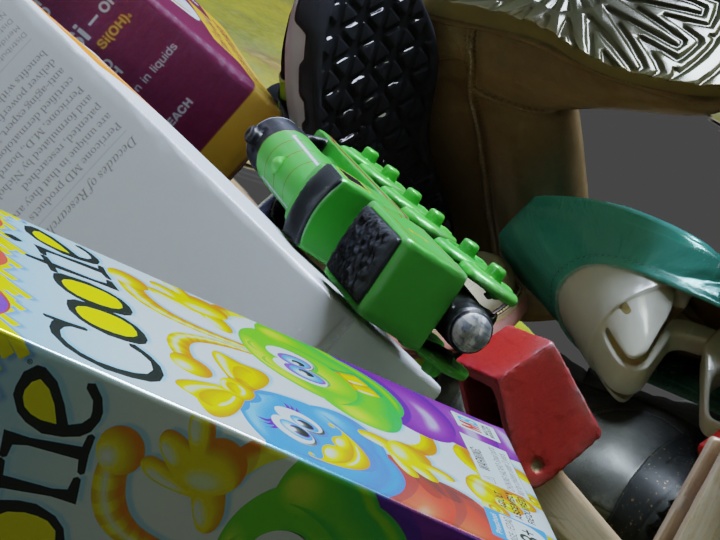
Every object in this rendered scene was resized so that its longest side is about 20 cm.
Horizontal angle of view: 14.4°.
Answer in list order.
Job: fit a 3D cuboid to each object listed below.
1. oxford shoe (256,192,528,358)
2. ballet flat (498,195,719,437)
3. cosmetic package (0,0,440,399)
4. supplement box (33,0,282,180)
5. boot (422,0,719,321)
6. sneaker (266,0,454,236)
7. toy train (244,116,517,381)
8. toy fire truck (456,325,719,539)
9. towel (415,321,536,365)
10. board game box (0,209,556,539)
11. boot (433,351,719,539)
[{"bbox_3d":[0.000,0.000,1.107,0.070,0.074,0.200,-7,0,35],"label":"oxford shoe"},{"bbox_3d":[0.137,0.030,1.135,0.199,0.068,0.070,24,44,15],"label":"ballet flat"},{"bbox_3d":[-0.074,-0.009,0.981,0.200,0.071,0.101,44,1,24],"label":"cosmetic package"},{"bbox_3d":[-0.143,-0.103,1.123,0.200,0.103,0.131,40,7,-24],"label":"supplement box"},{"bbox_3d":[0.087,-0.051,1.197,0.174,0.201,0.066,22,55,22],"label":"boot"},{"bbox_3d":[-0.017,-0.058,1.166,0.083,0.201,0.072,34,59,31],"label":"sneaker"},{"bbox_3d":[0.000,-0.014,0.968,0.056,0.042,0.200,32,6,-21],"label":"toy train"},{"bbox_3d":[0.135,0.092,1.056,0.201,0.141,0.049,64,-13,-13],"label":"toy fire truck"},{"bbox_3d":[0.021,0.027,1.253,0.199,0.018,0.086,12,20,-47],"label":"towel"},{"bbox_3d":[-0.060,0.066,0.773,0.199,0.103,0.105,24,14,-16],"label":"board game box"},{"bbox_3d":[0.106,0.058,1.193,0.130,0.068,0.200,32,19,21],"label":"boot"}]
